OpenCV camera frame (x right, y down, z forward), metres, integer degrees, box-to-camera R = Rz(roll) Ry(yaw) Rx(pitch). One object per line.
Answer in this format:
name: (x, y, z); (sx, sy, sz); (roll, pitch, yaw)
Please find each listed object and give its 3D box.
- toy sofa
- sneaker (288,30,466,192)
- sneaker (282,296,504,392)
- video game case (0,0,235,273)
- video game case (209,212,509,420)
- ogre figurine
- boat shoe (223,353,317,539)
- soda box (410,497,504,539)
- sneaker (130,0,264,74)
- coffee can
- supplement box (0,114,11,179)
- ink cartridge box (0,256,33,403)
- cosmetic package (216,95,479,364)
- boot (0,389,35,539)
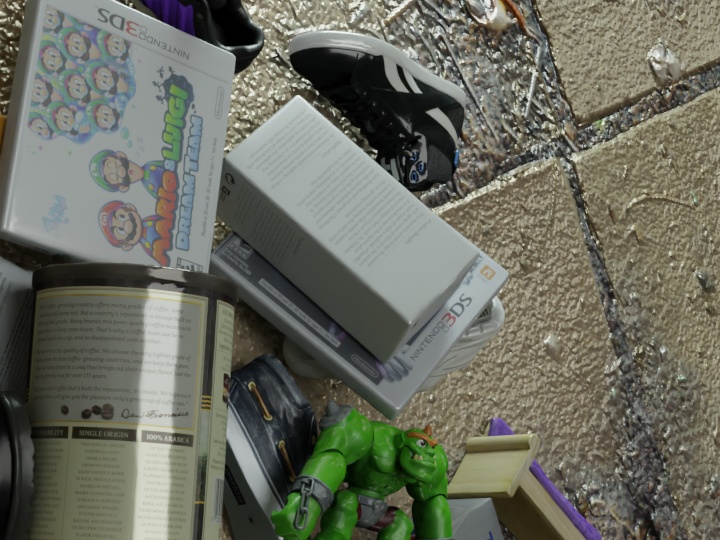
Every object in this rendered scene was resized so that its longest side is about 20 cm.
toy sofa: (0.176, 0.225, 1.654); (0.200, 0.083, 0.098); (50, 56, -25)
sneaker: (0.018, -0.127, 1.565); (0.199, 0.073, 0.113); (18, 68, -41)
sneaker: (0.025, 0.073, 1.544); (0.198, 0.100, 0.078); (-7, 49, -22)
video game case: (-0.177, -0.096, 1.334); (0.181, 0.024, 0.202); (21, 68, -39)
video game case: (0.000, 0.000, 1.501); (0.200, 0.023, 0.182); (38, 54, 6)
ogre figurine: (0.011, 0.178, 1.436); (0.199, 0.098, 0.121); (18, 70, -25)
boat shoe: (-0.062, 0.169, 1.451); (0.091, 0.071, 0.201); (-31, 102, -36)
soda box: (0.037, 0.261, 1.535); (0.199, 0.063, 0.069); (-24, 99, -42)
sneaker: (-0.143, -0.235, 1.417); (0.200, 0.099, 0.070); (50, 53, -26)
coffee can: (-0.163, 0.106, 1.265); (0.146, 0.146, 0.202); (12, 77, -40)
supplement box: (-0.232, -0.064, 1.338); (0.199, 0.069, 0.067); (16, 73, -38)
ink cartridge box: (-0.240, 0.113, 1.321); (0.199, 0.043, 0.198); (32, 65, -32)
cosmetic package: (-0.016, -0.034, 1.458); (0.200, 0.071, 0.101); (42, 55, 8)
boot: (-0.305, 0.175, 1.187); (0.157, 0.079, 0.213); (10, 95, -34)
